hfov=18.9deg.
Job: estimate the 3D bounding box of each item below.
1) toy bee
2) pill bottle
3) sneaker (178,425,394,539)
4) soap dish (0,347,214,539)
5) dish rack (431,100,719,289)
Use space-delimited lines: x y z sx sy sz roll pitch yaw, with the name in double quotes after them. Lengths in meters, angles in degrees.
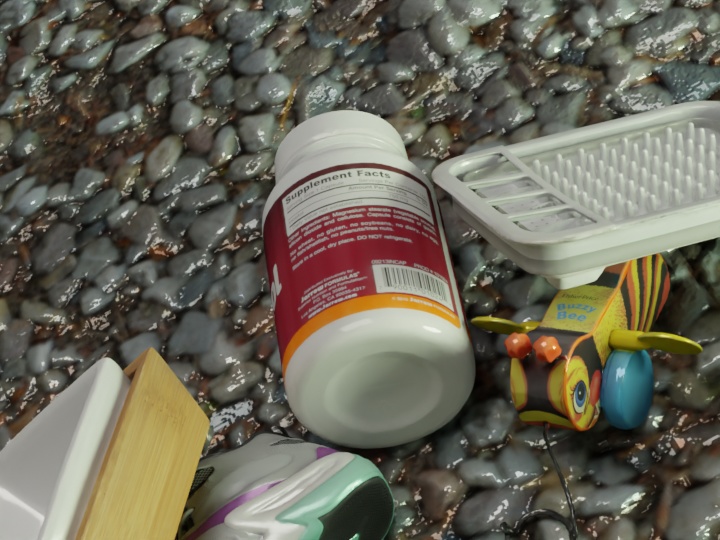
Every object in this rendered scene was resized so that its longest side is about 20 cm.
0.124 0.051 1.202 0.131 0.109 0.200 -12 48 16 "toy bee"
0.000 0.000 1.309 0.113 0.113 0.200 -21 44 11 "pill bottle"
-0.089 0.169 1.243 0.140 0.078 0.200 23 56 41 "sneaker"
-0.168 0.153 1.233 0.200 0.081 0.157 -41 26 49 "soap dish"
0.157 -0.043 1.253 0.200 0.044 0.172 -15 21 -13 "dish rack"
